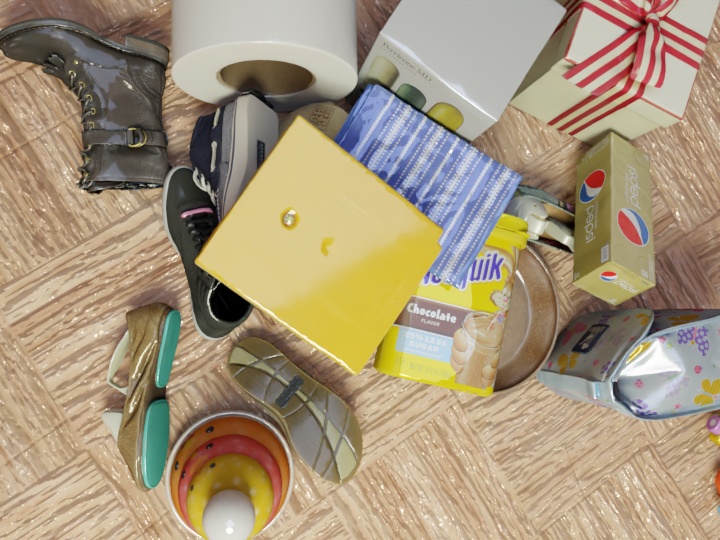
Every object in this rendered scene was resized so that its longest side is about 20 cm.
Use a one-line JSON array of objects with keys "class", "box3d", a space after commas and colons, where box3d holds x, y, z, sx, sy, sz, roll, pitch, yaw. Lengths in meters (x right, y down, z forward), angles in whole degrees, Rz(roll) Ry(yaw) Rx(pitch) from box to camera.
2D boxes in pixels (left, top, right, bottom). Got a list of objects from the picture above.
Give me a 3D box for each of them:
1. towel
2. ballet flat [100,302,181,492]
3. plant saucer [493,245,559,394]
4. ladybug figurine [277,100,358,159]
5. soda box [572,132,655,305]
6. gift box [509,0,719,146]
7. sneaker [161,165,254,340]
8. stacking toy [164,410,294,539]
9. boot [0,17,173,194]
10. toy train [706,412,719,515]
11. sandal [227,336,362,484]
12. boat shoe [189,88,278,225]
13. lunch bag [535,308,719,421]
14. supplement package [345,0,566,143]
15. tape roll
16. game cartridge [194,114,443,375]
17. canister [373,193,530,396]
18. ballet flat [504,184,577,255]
[{"class": "towel", "box3d": [0.058, -0.094, 0.723, 0.199, 0.024, 0.146, 33, 83, 3]}, {"class": "ballet flat", "box3d": [-0.246, 0.135, 0.741, 0.071, 0.068, 0.203, 3, 84, 9]}, {"class": "plant saucer", "box3d": [0.151, 0.052, 0.841, 0.197, 0.037, 0.204, 1, 84, -12]}, {"class": "ladybug figurine", "box3d": [-0.057, -0.096, 0.779, 0.134, 0.072, 0.203, 16, 85, 17]}, {"class": "soda box", "box3d": [0.305, -0.065, 0.813, 0.067, 0.064, 0.202, 25, 56, -16]}, {"class": "gift box", "box3d": [0.294, -0.268, 0.821, 0.198, 0.187, 0.187, 18, 81, -11]}, {"class": "sneaker", "box3d": [-0.162, -0.024, 0.740, 0.070, 0.099, 0.203, -14, 92, -31]}, {"class": "stacking toy", "box3d": [-0.130, 0.226, 0.683, 0.144, 0.200, 0.148, 1, 85, -12]}, {"class": "boot", "box3d": [-0.298, -0.174, 0.743, 0.197, 0.069, 0.177, 3, 85, -19]}, {"class": "toy train", "box3d": [0.530, 0.233, 0.900, 0.199, 0.056, 0.151, -33, 94, -10]}, {"class": "sandal", "box3d": [-0.074, 0.158, 0.780, 0.200, 0.054, 0.080, 43, 73, 9]}, {"class": "boat shoe", "box3d": [-0.143, -0.093, 0.738, 0.074, 0.092, 0.203, 29, 56, -50]}, {"class": "lunch bag", "box3d": [0.331, 0.107, 0.806, 0.197, 0.170, 0.129, -11, 89, -12]}, {"class": "supplement package", "box3d": [0.096, -0.241, 0.769, 0.151, 0.200, 0.152, 34, 79, -7]}, {"class": "tape roll", "box3d": [-0.102, -0.271, 0.728, 0.200, 0.203, 0.141, 0, 86, -12]}, {"class": "game cartridge", "box3d": [-0.034, -0.023, 0.674, 0.199, 0.032, 0.177, 37, 85, -14]}, {"class": "canister", "box3d": [0.102, 0.030, 0.771, 0.147, 0.087, 0.203, 13, 84, -8]}, {"class": "ballet flat", "box3d": [0.238, -0.056, 0.846, 0.198, 0.071, 0.070, 17, 115, -12]}]
